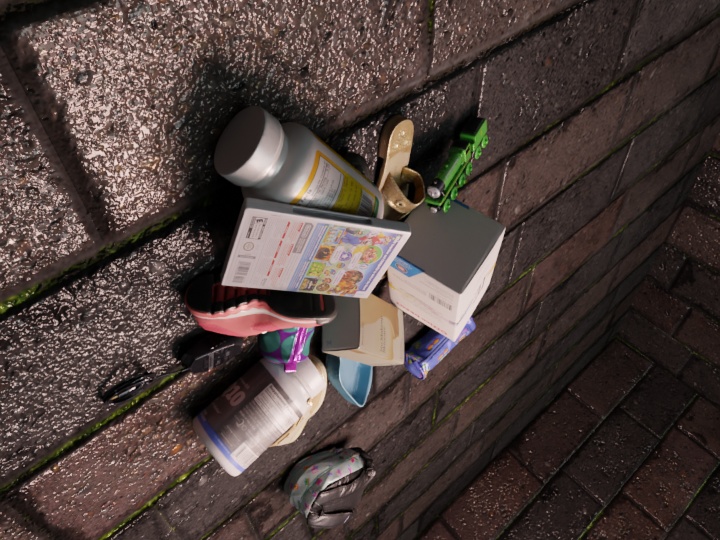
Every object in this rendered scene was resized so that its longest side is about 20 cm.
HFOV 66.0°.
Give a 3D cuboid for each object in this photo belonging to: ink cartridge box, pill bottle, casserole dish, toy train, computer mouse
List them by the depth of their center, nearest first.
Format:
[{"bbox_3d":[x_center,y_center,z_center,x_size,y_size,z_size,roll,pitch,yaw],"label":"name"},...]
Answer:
[{"bbox_3d":[-0.070,-0.101,0.657,0.199,0.113,0.114,31,98,-45],"label":"pill bottle"},{"bbox_3d":[-0.254,0.128,0.760,0.197,0.034,0.059,-21,155,-31],"label":"computer mouse"},{"bbox_3d":[-0.156,0.213,0.883,0.199,0.113,0.115,-41,147,-15],"label":"pill bottle"},{"bbox_3d":[0.158,-0.175,0.900,0.201,0.041,0.057,-57,148,-29],"label":"toy train"},{"bbox_3d":[0.142,-0.005,0.957,0.145,0.146,0.201,-52,160,-20],"label":"ink cartridge box"},{"bbox_3d":[-0.021,0.178,1.042,0.201,0.038,0.123,63,33,-55],"label":"casserole dish"}]

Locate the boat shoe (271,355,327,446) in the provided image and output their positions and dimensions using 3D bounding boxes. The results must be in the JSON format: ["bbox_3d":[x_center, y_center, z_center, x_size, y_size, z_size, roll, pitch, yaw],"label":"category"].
[{"bbox_3d":[-0.122,0.243,0.992,0.069,0.073,0.203,-11,132,-53],"label":"boat shoe"}]

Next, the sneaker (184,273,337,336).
[{"bbox_3d":[-0.130,0.050,0.743,0.195,0.075,0.087,3,145,-7],"label":"sneaker"}]

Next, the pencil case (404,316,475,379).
[{"bbox_3d":[0.184,0.162,1.287,0.199,0.078,0.087,-40,176,-16],"label":"pencil case"}]

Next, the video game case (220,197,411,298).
[{"bbox_3d":[-0.056,-0.019,0.662,0.196,0.018,0.144,7,142,-23],"label":"video game case"}]

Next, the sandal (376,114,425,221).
[{"bbox_3d":[0.067,-0.128,0.855,0.077,0.069,0.214,-31,143,-27],"label":"sandal"}]

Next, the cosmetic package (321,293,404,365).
[{"bbox_3d":[0.009,0.102,0.963,0.199,0.070,0.108,29,56,-61],"label":"cosmetic package"}]

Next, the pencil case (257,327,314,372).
[{"bbox_3d":[-0.087,0.041,0.810,0.084,0.093,0.203,1,124,-36],"label":"pencil case"}]

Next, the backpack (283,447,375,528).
[{"bbox_3d":[-0.074,0.490,1.257,0.198,0.125,0.170,3,109,-51],"label":"backpack"}]

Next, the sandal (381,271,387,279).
[{"bbox_3d":[0.000,0.000,0.916,0.198,0.054,0.081,-4,126,-49],"label":"sandal"}]

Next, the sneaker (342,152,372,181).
[{"bbox_3d":[-0.004,-0.085,0.821,0.091,0.075,0.203,-54,151,-46],"label":"sneaker"}]
